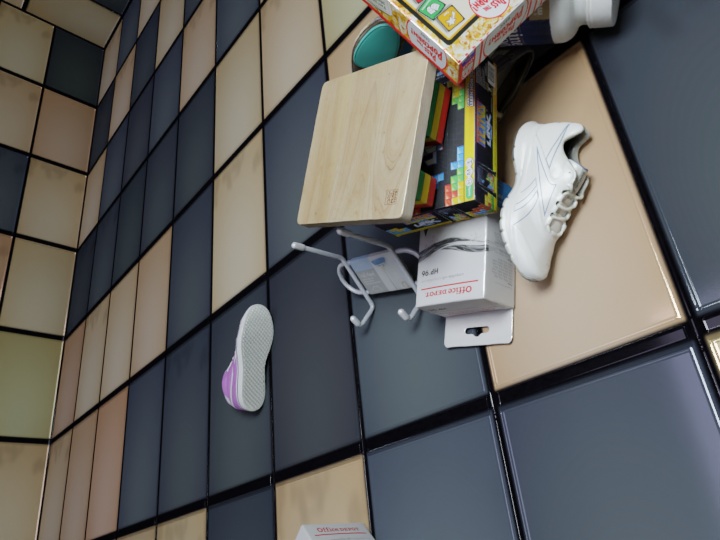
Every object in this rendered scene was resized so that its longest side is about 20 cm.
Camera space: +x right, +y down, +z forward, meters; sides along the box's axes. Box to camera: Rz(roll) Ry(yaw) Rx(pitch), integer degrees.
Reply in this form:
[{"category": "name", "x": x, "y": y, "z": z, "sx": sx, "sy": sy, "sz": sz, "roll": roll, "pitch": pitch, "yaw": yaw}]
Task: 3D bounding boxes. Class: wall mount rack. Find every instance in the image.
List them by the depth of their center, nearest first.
[{"category": "wall mount rack", "x": 0.000, "y": 0.000, "z": 0.856, "sx": 0.198, "sy": 0.175, "sz": 0.075, "roll": -13, "pitch": 29, "yaw": 50}]

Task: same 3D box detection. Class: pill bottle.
[{"category": "pill bottle", "x": 0.212, "y": -0.339, "z": 0.726, "sx": 0.196, "sy": 0.111, "sz": 0.114, "roll": 8, "pitch": 82, "yaw": 28}]

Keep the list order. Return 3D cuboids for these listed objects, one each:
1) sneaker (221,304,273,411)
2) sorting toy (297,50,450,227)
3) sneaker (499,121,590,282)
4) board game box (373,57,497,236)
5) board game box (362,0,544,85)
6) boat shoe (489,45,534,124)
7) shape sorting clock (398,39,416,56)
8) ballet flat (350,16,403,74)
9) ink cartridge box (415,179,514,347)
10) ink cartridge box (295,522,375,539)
[{"category": "sneaker", "x": -0.235, "y": 0.170, "z": 1.161, "sx": 0.113, "sy": 0.072, "sz": 0.205, "roll": -9, "pitch": 70, "yaw": 52}, {"category": "sorting toy", "x": 0.020, "y": -0.152, "z": 0.752, "sx": 0.196, "sy": 0.069, "sz": 0.205, "roll": 2, "pitch": 79, "yaw": 47}, {"category": "sneaker", "x": 0.220, "y": -0.087, "z": 0.692, "sx": 0.086, "sy": 0.074, "sz": 0.205, "roll": -1, "pitch": 76, "yaw": 45}, {"category": "board game box", "x": 0.096, "y": -0.162, "z": 0.766, "sx": 0.163, "sy": 0.056, "sz": 0.205, "roll": -11, "pitch": 70, "yaw": 42}, {"category": "board game box", "x": 0.093, "y": -0.333, "z": 0.664, "sx": 0.151, "sy": 0.046, "sz": 0.200, "roll": -42, "pitch": 75, "yaw": -4}, {"category": "boat shoe", "x": 0.167, "y": -0.225, "z": 0.808, "sx": 0.202, "sy": 0.071, "sz": 0.065, "roll": -58, "pitch": 35, "yaw": 10}, {"category": "shape sorting clock", "x": 0.087, "y": -0.385, "z": 0.802, "sx": 0.200, "sy": 0.038, "sz": 0.205, "roll": -173, "pitch": 90, "yaw": -77}, {"category": "ballet flat", "x": 0.015, "y": -0.311, "z": 0.856, "sx": 0.200, "sy": 0.067, "sz": 0.069, "roll": 125, "pitch": 153, "yaw": -63}, {"category": "ink cartridge box", "x": 0.137, "y": -0.008, "z": 0.766, "sx": 0.115, "sy": 0.067, "sz": 0.205, "roll": -13, "pitch": 67, "yaw": 47}, {"category": "ink cartridge box", "x": -0.021, "y": 0.400, "z": 0.771, "sx": 0.199, "sy": 0.114, "sz": 0.068, "roll": 35, "pitch": 104, "yaw": 50}]
